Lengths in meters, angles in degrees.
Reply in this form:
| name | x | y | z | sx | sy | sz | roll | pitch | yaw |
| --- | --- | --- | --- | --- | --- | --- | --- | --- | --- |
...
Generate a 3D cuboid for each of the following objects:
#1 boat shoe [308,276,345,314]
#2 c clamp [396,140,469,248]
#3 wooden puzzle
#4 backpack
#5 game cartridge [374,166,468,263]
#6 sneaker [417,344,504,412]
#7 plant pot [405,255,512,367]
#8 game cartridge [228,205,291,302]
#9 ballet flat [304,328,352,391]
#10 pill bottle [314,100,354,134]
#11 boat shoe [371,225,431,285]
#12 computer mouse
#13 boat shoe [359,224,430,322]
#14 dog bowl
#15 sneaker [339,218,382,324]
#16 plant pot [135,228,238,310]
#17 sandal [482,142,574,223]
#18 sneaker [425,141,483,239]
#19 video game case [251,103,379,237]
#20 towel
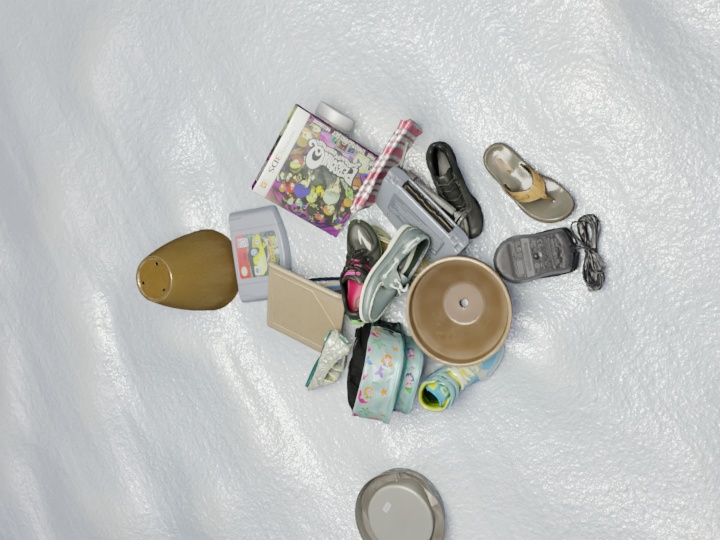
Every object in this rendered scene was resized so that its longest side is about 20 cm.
| name | x | y | z | sx | sy | sz | roll | pitch | yaw |
| --- | --- | --- | --- | --- | --- | --- | --- | --- | --- |
| boat shoe | -0.025 | 0.051 | 1.224 | 0.196 | 0.072 | 0.074 | -1 | 100 | 30 |
| c clamp | 0.134 | -0.124 | 1.108 | 0.200 | 0.172 | 0.027 | 43 | 63 | 12 |
| wooden puzzle | -0.115 | 0.084 | 1.232 | 0.182 | 0.037 | 0.203 | 24 | 135 | 17 |
| backpack | 0.042 | 0.198 | 1.140 | 0.147 | 0.200 | 0.182 | 15 | 99 | 3 |
| game cartridge | 0.113 | -0.094 | 1.126 | 0.040 | 0.134 | 0.200 | -41 | 82 | -25 |
| sneaker | 0.191 | 0.203 | 1.122 | 0.200 | 0.130 | 0.080 | -44 | 80 | 17 |
| plant pot | 0.188 | 0.070 | 1.104 | 0.196 | 0.093 | 0.207 | 3 | 99 | 17 |
| game cartridge | -0.220 | -0.036 | 1.301 | 0.130 | 0.041 | 0.206 | -8 | 93 | 17 |
| ballet flat | -0.066 | 0.201 | 1.217 | 0.071 | 0.072 | 0.202 | 39 | 139 | 13 |
| pill bottle | -0.092 | -0.233 | 1.194 | 0.110 | 0.111 | 0.203 | 33 | 105 | 14 |
| boat shoe | 0.072 | -0.017 | 1.178 | 0.198 | 0.062 | 0.074 | 34 | 109 | 15 |
| computer mouse | 0.345 | -0.023 | 1.088 | 0.194 | 0.053 | 0.143 | -6 | 88 | 10 |
| boat shoe | 0.064 | 0.011 | 1.088 | 0.061 | 0.073 | 0.203 | 23 | 80 | 40 |
| dog bowl | 0.088 | 0.512 | 1.228 | 0.195 | 0.058 | 0.206 | 2 | 95 | 20 |
| sneaker | 0.000 | 0.000 | 1.122 | 0.075 | 0.084 | 0.206 | -3 | 83 | 13 |
| plant pot | -0.386 | 0.007 | 1.280 | 0.182 | 0.199 | 0.192 | 2 | 95 | 19 |
| sandal | 0.305 | -0.164 | 1.080 | 0.082 | 0.054 | 0.201 | -45 | 76 | 14 |
| sneaker | 0.172 | -0.152 | 1.115 | 0.075 | 0.091 | 0.203 | -28 | 87 | 14 |
| video game case | -0.084 | -0.188 | 1.133 | 0.197 | 0.036 | 0.183 | 28 | 105 | -22 |
| towel | 0.051 | -0.197 | 1.127 | 0.030 | 0.146 | 0.202 | 34 | 106 | 6 |
